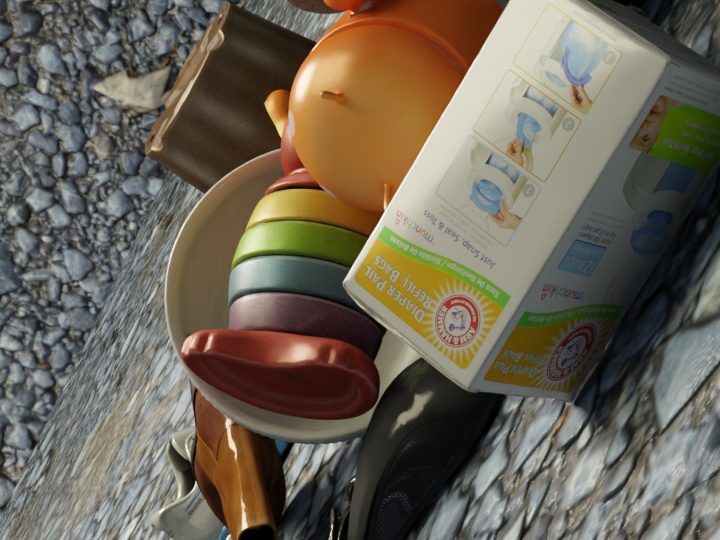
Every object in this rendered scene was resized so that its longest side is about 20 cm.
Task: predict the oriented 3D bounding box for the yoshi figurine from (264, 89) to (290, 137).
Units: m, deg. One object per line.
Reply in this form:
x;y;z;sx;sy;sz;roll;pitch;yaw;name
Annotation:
0.023;-0.165;2.033;0.200;0.112;0.112;-32;8;10;yoshi figurine

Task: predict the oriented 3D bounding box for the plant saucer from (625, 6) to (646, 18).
0.101;-0.072;1.479;0.200;0.032;0.200;-49;-20;-25;plant saucer

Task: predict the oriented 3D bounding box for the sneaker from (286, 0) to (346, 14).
0.026;-0.262;1.610;0.202;0.077;0.146;-18;56;47;sneaker

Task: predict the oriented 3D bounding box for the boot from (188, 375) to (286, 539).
-0.071;0.178;1.786;0.200;0.068;0.189;-109;15;-48;boot

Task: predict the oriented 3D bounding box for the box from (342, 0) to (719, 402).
0.100;-0.041;1.334;0.112;0.101;0.200;12;-67;-56;box

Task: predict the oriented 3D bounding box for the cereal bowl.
-0.027;0.020;1.683;0.200;0.200;0.083;-63;-7;-8;cereal bowl

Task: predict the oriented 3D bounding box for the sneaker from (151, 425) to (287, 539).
-0.104;0.135;2.011;0.200;0.087;0.075;-66;10;-29;sneaker

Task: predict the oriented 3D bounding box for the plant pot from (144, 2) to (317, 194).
-0.066;-0.117;2.170;0.200;0.198;0.200;-59;11;18;plant pot

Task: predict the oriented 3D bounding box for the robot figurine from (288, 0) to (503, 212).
0.025;-0.108;1.491;0.200;0.116;0.144;-56;-16;-59;robot figurine

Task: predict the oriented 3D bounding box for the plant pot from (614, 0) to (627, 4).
0.137;-0.245;1.662;0.200;0.187;0.187;112;178;-45;plant pot

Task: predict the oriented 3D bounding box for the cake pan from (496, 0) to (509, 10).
0.065;-0.135;1.667;0.037;0.201;0.200;-20;-9;-26;cake pan

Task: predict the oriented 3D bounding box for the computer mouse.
0.018;0.122;1.554;0.200;0.053;0.139;-57;11;23;computer mouse

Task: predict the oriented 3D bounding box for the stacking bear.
-0.026;-0.017;1.595;0.114;0.121;0.200;57;-139;-63;stacking bear
